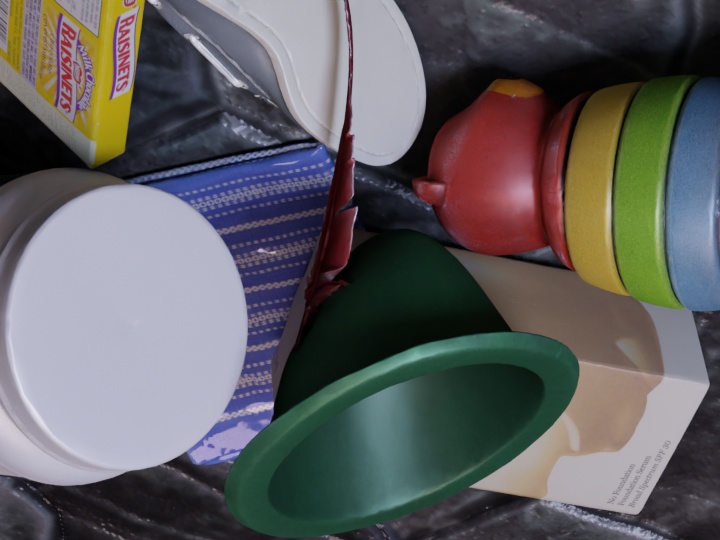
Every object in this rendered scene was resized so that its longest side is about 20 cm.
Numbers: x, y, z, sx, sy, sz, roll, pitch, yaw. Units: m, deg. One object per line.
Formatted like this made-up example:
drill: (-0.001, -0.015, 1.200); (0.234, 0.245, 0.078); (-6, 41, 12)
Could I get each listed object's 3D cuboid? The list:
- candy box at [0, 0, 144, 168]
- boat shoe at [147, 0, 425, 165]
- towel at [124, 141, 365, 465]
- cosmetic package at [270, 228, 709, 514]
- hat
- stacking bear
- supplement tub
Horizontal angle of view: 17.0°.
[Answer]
candy box: (-0.129, -0.147, 1.021); (0.102, 0.026, 0.201); (41, 141, 24)
boat shoe: (-0.044, -0.118, 1.080); (0.062, 0.073, 0.200); (18, 164, 48)
towel: (-0.055, 0.022, 1.236); (0.144, 0.024, 0.201); (-12, 134, 13)
cosmetic package: (0.063, 0.052, 1.212); (0.199, 0.071, 0.106); (9, 131, -14)
hat: (0.000, 0.000, 1.114); (0.165, 0.177, 0.200); (10, 139, -47)
stacking bear: (0.125, -0.041, 1.096); (0.199, 0.121, 0.115); (5, 107, 24)
supplement tub: (-0.156, 0.026, 1.108); (0.140, 0.141, 0.199); (37, 158, -30)
